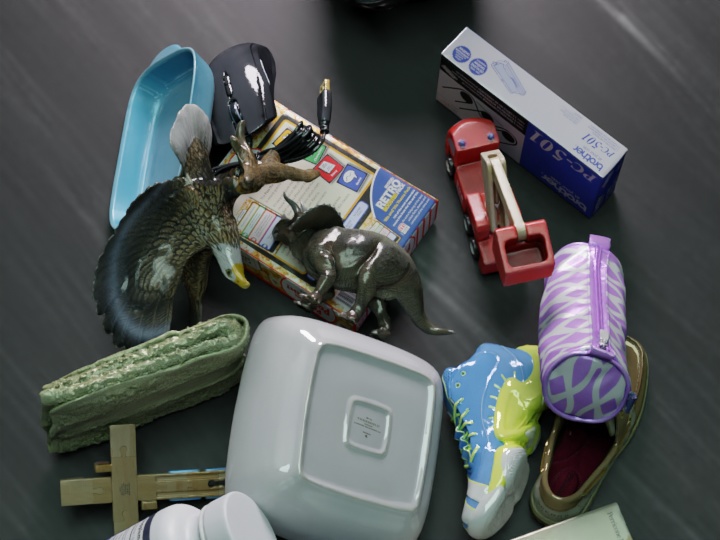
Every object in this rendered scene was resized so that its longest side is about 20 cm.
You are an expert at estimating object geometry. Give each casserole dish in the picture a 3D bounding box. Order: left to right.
[{"bbox_3d":[-0.187,-0.121,1.773,0.039,0.121,0.201,23,62,-33],"label":"casserole dish"}]

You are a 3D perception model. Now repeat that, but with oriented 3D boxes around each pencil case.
[{"bbox_3d":[0.203,0.053,1.668,0.083,0.086,0.200,9,31,-2],"label":"pencil case"}]

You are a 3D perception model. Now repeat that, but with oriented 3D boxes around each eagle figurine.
[{"bbox_3d":[-0.148,-0.030,1.652,0.151,0.200,0.151,32,30,-30],"label":"eagle figurine"}]

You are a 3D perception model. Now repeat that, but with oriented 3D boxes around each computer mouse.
[{"bbox_3d":[-0.094,-0.170,1.766,0.140,0.046,0.201,-21,44,20],"label":"computer mouse"}]

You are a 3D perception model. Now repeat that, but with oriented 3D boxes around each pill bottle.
[{"bbox_3d":[-0.170,0.267,1.565,0.199,0.111,0.112,-29,68,18],"label":"pill bottle"}]

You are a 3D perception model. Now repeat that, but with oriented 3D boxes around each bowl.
[{"bbox_3d":[-0.010,0.145,1.634,0.199,0.075,0.201,21,66,-26],"label":"bowl"}]

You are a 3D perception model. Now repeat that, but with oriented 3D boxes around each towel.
[{"bbox_3d":[-0.192,0.105,1.655,0.199,0.149,0.037,-22,71,-13],"label":"towel"}]

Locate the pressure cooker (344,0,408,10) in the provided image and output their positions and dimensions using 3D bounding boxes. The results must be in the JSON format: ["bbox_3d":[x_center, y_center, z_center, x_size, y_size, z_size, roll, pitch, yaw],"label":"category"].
[{"bbox_3d":[0.037,-0.362,1.834,0.177,0.176,0.201,-10,64,-1],"label":"pressure cooker"}]

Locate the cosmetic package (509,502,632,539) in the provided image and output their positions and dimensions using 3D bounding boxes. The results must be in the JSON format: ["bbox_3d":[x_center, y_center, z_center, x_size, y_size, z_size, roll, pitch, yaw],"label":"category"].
[{"bbox_3d":[0.151,0.290,1.623,0.199,0.071,0.106,-20,69,-9],"label":"cosmetic package"}]

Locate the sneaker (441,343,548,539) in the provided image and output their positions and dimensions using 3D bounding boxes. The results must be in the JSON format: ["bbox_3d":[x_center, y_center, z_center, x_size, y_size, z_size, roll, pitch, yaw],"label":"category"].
[{"bbox_3d":[0.110,0.149,1.685,0.104,0.076,0.201,17,56,16],"label":"sneaker"}]

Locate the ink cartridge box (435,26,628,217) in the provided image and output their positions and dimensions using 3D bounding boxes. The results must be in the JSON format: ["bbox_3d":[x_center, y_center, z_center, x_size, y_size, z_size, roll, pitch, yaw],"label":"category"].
[{"bbox_3d":[0.164,-0.143,1.789,0.200,0.094,0.044,39,72,14],"label":"ink cartridge box"}]

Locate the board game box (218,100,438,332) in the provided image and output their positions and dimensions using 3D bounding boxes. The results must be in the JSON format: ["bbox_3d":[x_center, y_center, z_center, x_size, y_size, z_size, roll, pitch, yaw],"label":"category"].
[{"bbox_3d":[-0.048,-0.053,1.774,0.199,0.046,0.152,33,71,12],"label":"board game box"}]

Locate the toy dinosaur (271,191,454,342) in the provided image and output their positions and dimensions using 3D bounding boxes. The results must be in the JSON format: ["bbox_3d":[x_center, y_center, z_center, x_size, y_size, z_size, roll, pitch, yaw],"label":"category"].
[{"bbox_3d":[0.000,0.000,1.689,0.199,0.077,0.103,21,77,9],"label":"toy dinosaur"}]

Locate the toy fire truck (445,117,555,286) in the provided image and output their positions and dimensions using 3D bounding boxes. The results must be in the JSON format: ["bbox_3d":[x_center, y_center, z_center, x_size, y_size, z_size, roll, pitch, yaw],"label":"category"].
[{"bbox_3d":[0.127,-0.066,1.732,0.048,0.141,0.201,-12,69,-6],"label":"toy fire truck"}]

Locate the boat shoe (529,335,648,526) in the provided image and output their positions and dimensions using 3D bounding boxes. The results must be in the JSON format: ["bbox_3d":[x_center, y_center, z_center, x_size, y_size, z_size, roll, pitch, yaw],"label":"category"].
[{"bbox_3d":[0.216,0.141,1.688,0.074,0.066,0.201,21,67,9],"label":"boat shoe"}]

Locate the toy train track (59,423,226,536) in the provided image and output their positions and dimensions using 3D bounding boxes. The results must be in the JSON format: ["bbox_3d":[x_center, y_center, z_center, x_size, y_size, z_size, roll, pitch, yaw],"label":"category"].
[{"bbox_3d":[-0.173,0.194,1.674,0.198,0.033,0.116,-2,90,-11],"label":"toy train track"}]
